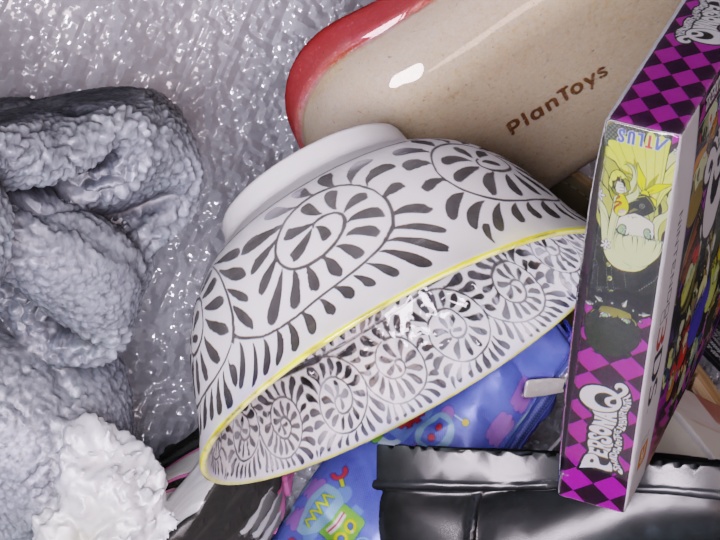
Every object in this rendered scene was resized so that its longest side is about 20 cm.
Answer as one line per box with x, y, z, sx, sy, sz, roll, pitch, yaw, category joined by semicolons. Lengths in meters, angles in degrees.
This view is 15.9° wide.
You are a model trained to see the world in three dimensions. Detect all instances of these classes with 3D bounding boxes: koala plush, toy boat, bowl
-0.142;0.032;1.071;0.183;0.177;0.202;-14;101;-37;koala plush
0.054;-0.113;1.182;0.199;0.131;0.131;-32;137;1;toy boat
0.000;0.000;1.092;0.200;0.201;0.095;-23;73;-24;bowl

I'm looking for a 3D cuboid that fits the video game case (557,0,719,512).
0.136;-0.027;1.092;0.200;0.036;0.182;-53;153;-53;video game case

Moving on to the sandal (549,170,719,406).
0.133;0.007;1.291;0.212;0.077;0.070;57;40;-31;sandal

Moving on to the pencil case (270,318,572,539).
0.033;0.092;1.225;0.200;0.087;0.078;-53;131;-11;pencil case

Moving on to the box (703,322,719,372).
0.249;-0.032;1.278;0.122;0.106;0.201;44;59;-36;box

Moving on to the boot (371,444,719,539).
0.087;0.160;1.133;0.197;0.073;0.164;0;86;14;boot

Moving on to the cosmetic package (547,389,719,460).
0.173;0.130;1.259;0.103;0.087;0.200;-47;141;13;cosmetic package

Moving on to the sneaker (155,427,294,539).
-0.106;0.117;1.156;0.200;0.086;0.081;-47;149;-38;sneaker
